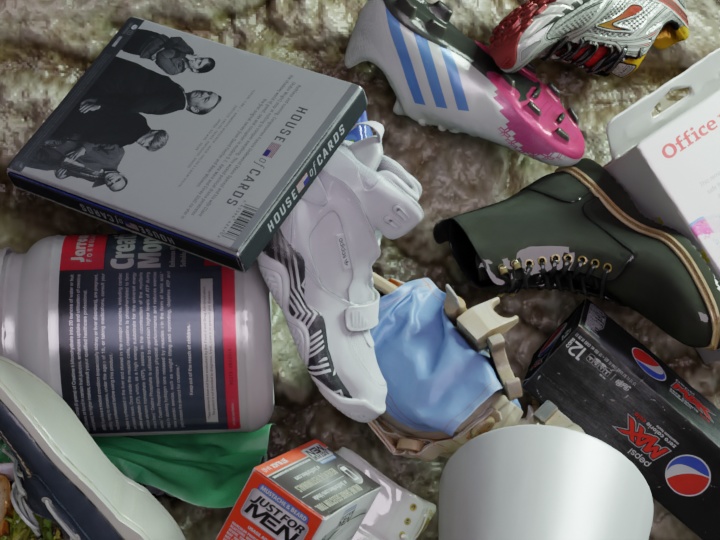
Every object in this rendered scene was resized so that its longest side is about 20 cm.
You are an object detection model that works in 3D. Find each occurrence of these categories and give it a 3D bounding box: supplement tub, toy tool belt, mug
[{"bbox_3d":[-0.160,0.044,1.263,0.198,0.140,0.142,-2,82,-3],"label":"supplement tub"},{"bbox_3d":[0.063,0.076,1.278,0.125,0.123,0.200,-42,58,-12],"label":"toy tool belt"},{"bbox_3d":[0.118,0.222,1.212,0.148,0.188,0.154,-1,41,13],"label":"mug"}]

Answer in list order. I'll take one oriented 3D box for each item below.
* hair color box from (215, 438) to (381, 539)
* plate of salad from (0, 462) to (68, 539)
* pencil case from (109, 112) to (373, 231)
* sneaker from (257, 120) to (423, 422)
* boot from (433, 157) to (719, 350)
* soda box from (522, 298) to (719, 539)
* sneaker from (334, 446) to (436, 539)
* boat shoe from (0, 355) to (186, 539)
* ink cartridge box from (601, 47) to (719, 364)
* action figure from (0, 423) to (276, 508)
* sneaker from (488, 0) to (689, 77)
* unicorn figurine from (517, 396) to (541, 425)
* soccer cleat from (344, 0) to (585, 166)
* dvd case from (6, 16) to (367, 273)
[{"bbox_3d":[-0.073,0.221,1.229,0.064,0.111,0.201,34,105,15],"label":"hair color box"},{"bbox_3d":[-0.232,0.231,1.250,0.198,0.048,0.202,0,101,1],"label":"plate of salad"},{"bbox_3d":[-0.088,-0.070,1.267,0.198,0.087,0.079,-4,56,-1],"label":"pencil case"},{"bbox_3d":[0.000,0.000,1.212,0.114,0.075,0.201,-23,106,8],"label":"sneaker"},{"bbox_3d":[0.158,0.008,1.319,0.137,0.078,0.200,-20,41,-24],"label":"boot"},{"bbox_3d":[0.218,0.116,1.352,0.200,0.063,0.071,40,114,-2],"label":"soda box"},{"bbox_3d":[0.025,0.221,1.310,0.115,0.074,0.200,-41,89,-10],"label":"sneaker"},{"bbox_3d":[-0.193,0.140,1.190,0.062,0.075,0.200,-34,116,14],"label":"boat shoe"},{"bbox_3d":[0.276,-0.052,1.368,0.128,0.125,0.201,-31,88,-13],"label":"ink cartridge box"},{"bbox_3d":[-0.166,0.137,1.284,0.198,0.118,0.055,5,109,6],"label":"action figure"},{"bbox_3d":[0.181,-0.183,1.375,0.199,0.078,0.083,-23,92,-34],"label":"sneaker"},{"bbox_3d":[0.140,0.197,1.330,0.137,0.074,0.201,30,83,7],"label":"unicorn figurine"},{"bbox_3d":[0.077,-0.134,1.379,0.199,0.070,0.086,38,122,-6],"label":"soccer cleat"},{"bbox_3d":[-0.115,-0.087,1.194,0.199,0.025,0.151,20,61,29],"label":"dvd case"}]
